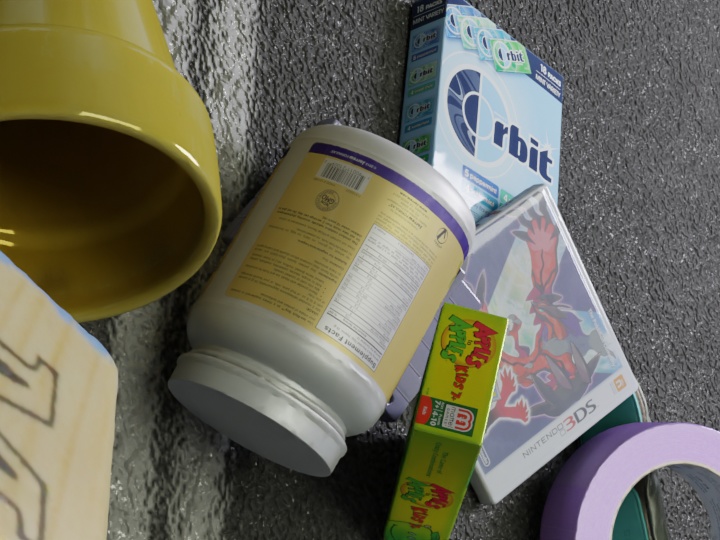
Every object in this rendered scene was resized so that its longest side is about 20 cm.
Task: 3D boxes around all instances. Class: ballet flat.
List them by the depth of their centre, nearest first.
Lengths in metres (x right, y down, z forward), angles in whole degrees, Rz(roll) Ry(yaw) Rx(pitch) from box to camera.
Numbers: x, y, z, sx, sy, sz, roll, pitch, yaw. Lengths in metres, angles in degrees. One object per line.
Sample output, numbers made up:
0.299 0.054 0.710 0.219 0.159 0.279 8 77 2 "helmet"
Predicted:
0.233 0.181 1.458 0.064 0.067 0.200 2 80 -64 "ballet flat"

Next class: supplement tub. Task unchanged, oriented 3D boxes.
-0.026 0.020 1.104 0.145 0.145 0.200 42 69 -33 "supplement tub"

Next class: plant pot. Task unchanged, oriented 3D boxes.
-0.185 -0.099 0.962 0.201 0.201 0.189 29 42 -41 "plant pot"

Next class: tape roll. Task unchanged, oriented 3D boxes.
0.253 0.227 1.386 0.200 0.066 0.201 1 86 -20 "tape roll"

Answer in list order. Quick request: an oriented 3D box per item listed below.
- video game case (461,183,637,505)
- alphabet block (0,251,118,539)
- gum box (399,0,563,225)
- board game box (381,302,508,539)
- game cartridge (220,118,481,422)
0.125 0.058 1.348 0.182 0.023 0.200 -34 105 -29 "video game case"
-0.243 0.094 0.762 0.196 0.195 0.200 45 18 -28 "alphabet block"
0.105 -0.112 1.416 0.170 0.045 0.200 30 56 -40 "gum box"
0.057 0.121 1.173 0.048 0.200 0.102 14 57 2 "board game box"
0.000 0.000 1.230 0.130 0.038 0.200 -50 118 -19 "game cartridge"
